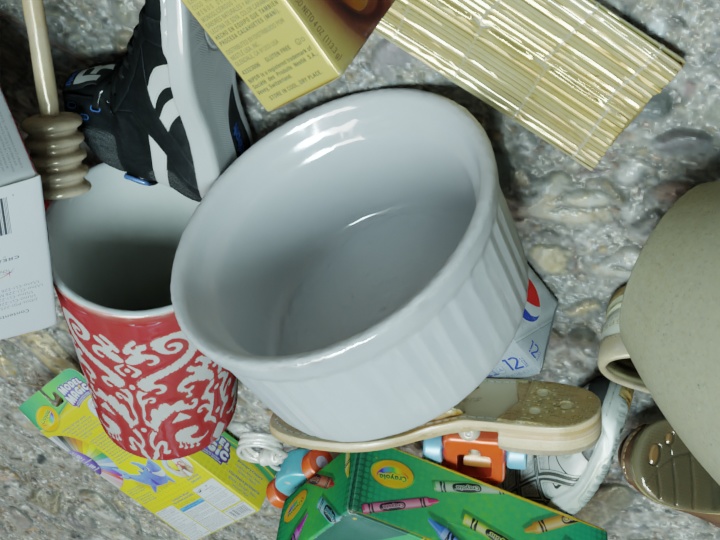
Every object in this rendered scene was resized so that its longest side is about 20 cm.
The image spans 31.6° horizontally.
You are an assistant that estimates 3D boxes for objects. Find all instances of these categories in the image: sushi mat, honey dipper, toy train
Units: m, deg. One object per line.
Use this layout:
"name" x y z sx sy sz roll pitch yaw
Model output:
"sushi mat" 0.070 -0.135 0.689 0.199 0.012 0.096 32 140 -7
"honey dipper" -0.187 -0.142 0.741 0.038 0.038 0.202 4 110 22
"toy train" 0.021 0.126 0.887 0.198 0.056 0.151 1 143 13

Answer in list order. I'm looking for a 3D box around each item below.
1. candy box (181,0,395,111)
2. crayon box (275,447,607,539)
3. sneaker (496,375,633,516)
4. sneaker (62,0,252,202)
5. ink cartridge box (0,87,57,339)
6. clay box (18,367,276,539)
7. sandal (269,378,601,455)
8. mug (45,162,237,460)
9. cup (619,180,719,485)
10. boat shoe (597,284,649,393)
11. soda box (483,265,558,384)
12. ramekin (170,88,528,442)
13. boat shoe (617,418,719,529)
"candy box" -0.063 -0.192 0.604 0.056 0.117 0.201 -18 118 40
"crayon box" 0.055 0.191 0.869 0.199 0.059 0.119 23 142 -18
"sneaker" 0.119 0.133 0.901 0.087 0.076 0.201 31 135 3
"sneaker" -0.132 -0.122 0.756 0.111 0.073 0.201 13 138 15
"ink cartridge box" -0.260 -0.055 0.795 0.083 0.201 0.176 -16 144 -21
"clay box" -0.182 0.145 1.080 0.200 0.048 0.115 41 137 -16
"sandal" 0.042 0.065 0.785 0.210 0.078 0.070 1 116 16
"mug" -0.151 0.020 0.902 0.132 0.178 0.201 -19 145 -16
"cup" 0.224 0.028 0.675 0.143 0.200 0.201 32 146 32
"boat shoe" 0.243 0.071 0.781 0.198 0.065 0.072 20 139 6
"soda box" 0.031 0.046 0.859 0.199 0.064 0.068 -20 124 40
"ramekin" 0.000 0.000 0.732 0.199 0.202 0.098 -5 140 30
"boat shoe" 0.268 0.147 0.858 0.198 0.073 0.068 19 173 -6
